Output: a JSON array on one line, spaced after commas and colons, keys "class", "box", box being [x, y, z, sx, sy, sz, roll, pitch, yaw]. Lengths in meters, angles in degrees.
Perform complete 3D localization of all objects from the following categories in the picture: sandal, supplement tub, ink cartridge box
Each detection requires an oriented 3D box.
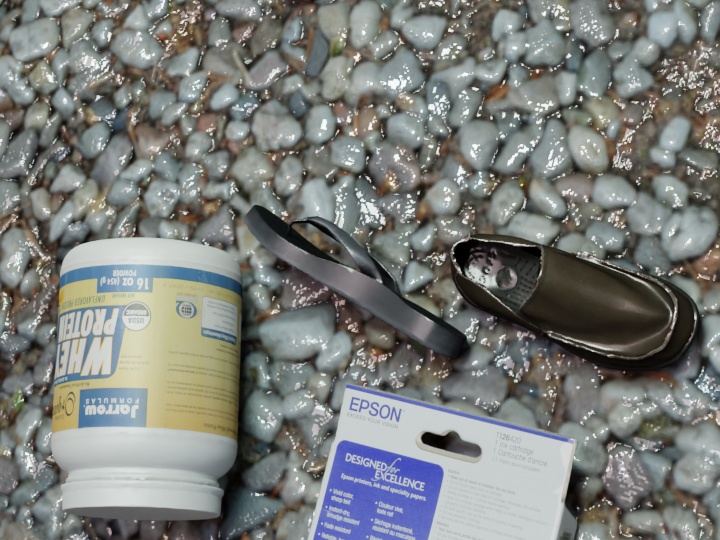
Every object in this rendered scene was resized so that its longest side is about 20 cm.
[{"class": "sandal", "box": [0.001, 0.000, 1.441, 0.199, 0.076, 0.043, 31, 95, 18]}, {"class": "supplement tub", "box": [-0.164, 0.086, 1.460, 0.143, 0.144, 0.202, -5, 76, 26]}, {"class": "ink cartridge box", "box": [0.055, 0.202, 1.382, 0.196, 0.047, 0.202, 12, 83, 30]}]

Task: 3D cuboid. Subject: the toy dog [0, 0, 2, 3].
[{"class": "toy dog", "box": [-0.436, -0.256, 1.642, 0.139, 0.200, 0.195, 34, 95, 29]}]

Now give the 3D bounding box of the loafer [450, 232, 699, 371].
[{"class": "loafer", "box": [0.144, 0.021, 1.359, 0.198, 0.071, 0.074, 14, 85, 29]}]
